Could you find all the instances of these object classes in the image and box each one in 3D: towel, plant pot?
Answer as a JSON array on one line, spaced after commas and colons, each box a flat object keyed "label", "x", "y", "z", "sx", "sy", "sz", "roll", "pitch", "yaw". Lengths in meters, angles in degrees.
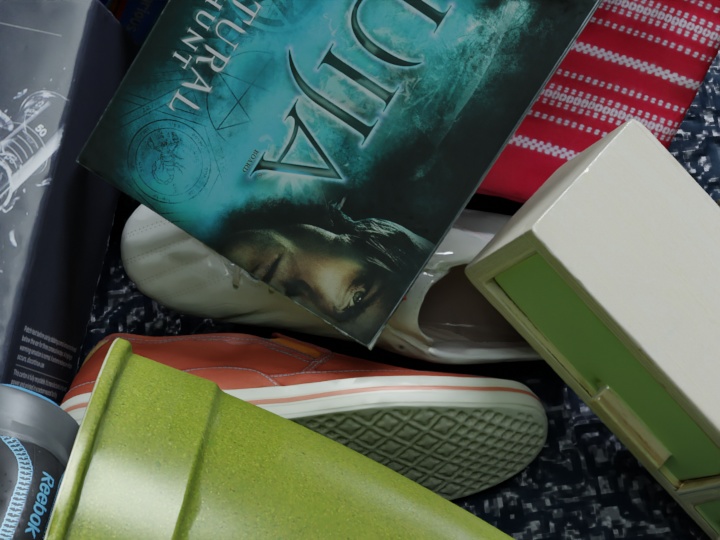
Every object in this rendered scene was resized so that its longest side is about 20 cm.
[{"label": "towel", "x": 0.094, "y": -0.115, "z": 0.724, "sx": 0.144, "sy": 0.201, "sz": 0.023, "roll": 13, "pitch": 23, "yaw": -31}, {"label": "plant pot", "x": -0.019, "y": 0.146, "z": 0.647, "sx": 0.191, "sy": 0.201, "sz": 0.202, "roll": 15, "pitch": 62, "yaw": -4}]

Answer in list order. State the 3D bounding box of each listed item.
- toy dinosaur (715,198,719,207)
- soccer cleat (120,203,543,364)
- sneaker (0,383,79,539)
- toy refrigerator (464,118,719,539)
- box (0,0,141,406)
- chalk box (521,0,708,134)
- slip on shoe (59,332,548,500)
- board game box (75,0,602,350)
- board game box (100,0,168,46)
[{"label": "toy dinosaur", "x": 0.192, "y": -0.002, "z": 0.781, "sx": 0.198, "sy": 0.077, "sz": 0.103, "roll": -1, "pitch": 46, "yaw": 25}, {"label": "soccer cleat", "x": 0.000, "y": 0.000, "z": 0.761, "sx": 0.198, "sy": 0.070, "sz": 0.078, "roll": 6, "pitch": 22, "yaw": -3}, {"label": "sneaker", "x": -0.177, "y": 0.122, "z": 0.663, "sx": 0.073, "sy": 0.200, "sz": 0.082, "roll": 32, "pitch": 30, "yaw": -26}, {"label": "toy refrigerator", "x": 0.135, "y": 0.047, "z": 0.703, "sx": 0.200, "sy": 0.076, "sz": 0.070, "roll": 46, "pitch": 70, "yaw": -4}, {"label": "box", "x": -0.206, "y": -0.029, "z": 0.751, "sx": 0.198, "sy": 0.104, "sz": 0.184, "roll": 12, "pitch": 82, "yaw": 8}, {"label": "chalk box", "x": 0.063, "y": -0.135, "z": 0.789, "sx": 0.124, "sy": 0.201, "sz": 0.124, "roll": -34, "pitch": 38, "yaw": 0}, {"label": "slip on shoe", "x": -0.023, "y": 0.054, "z": 0.753, "sx": 0.198, "sy": 0.074, "sz": 0.062, "roll": 1, "pitch": 48, "yaw": 3}, {"label": "board game box", "x": 0.002, "y": -0.087, "z": 0.683, "sx": 0.135, "sy": 0.028, "sz": 0.201, "roll": 32, "pitch": 109, "yaw": -4}, {"label": "board game box", "x": -0.180, "y": -0.123, "z": 0.865, "sx": 0.198, "sy": 0.045, "sz": 0.153, "roll": 20, "pitch": 64, "yaw": 12}]
